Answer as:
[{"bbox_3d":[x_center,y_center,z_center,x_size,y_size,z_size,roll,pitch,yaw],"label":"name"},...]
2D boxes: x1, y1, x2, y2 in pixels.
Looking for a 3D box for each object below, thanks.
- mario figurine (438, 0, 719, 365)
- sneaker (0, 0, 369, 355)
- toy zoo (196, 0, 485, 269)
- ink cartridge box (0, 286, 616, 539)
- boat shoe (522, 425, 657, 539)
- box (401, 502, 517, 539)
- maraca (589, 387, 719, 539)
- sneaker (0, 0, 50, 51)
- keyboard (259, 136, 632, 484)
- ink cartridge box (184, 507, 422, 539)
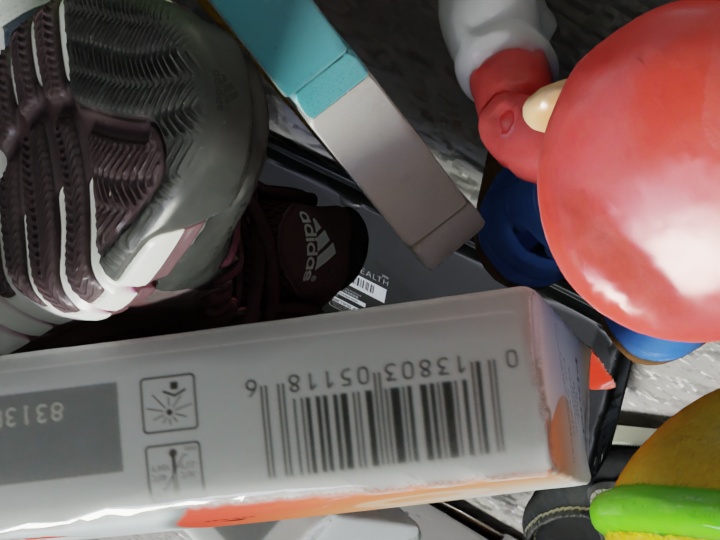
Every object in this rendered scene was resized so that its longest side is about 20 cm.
[{"bbox_3d":[0.086,-0.033,0.640,0.123,0.106,0.200,-4,174,-6],"label":"mario figurine"},{"bbox_3d":[-0.038,-0.017,0.684,0.115,0.076,0.200,1,167,-27],"label":"sneaker"},{"bbox_3d":[-0.036,-0.078,0.674,0.200,0.020,0.131,50,180,-43],"label":"toy zoo"},{"bbox_3d":[-0.019,0.048,0.720,0.162,0.050,0.200,-7,168,10],"label":"ink cartridge box"},{"bbox_3d":[0.102,0.093,0.909,0.072,0.068,0.200,36,163,-17],"label":"boat shoe"},{"bbox_3d":[0.045,0.177,1.166,0.200,0.097,0.176,31,164,5],"label":"box"},{"bbox_3d":[0.158,0.083,0.745,0.200,0.107,0.137,14,174,-20],"label":"maraca"},{"bbox_3d":[-0.075,-0.043,0.777,0.200,0.073,0.071,54,-164,-65],"label":"sneaker"},{"bbox_3d":[0.000,0.000,0.905,0.200,0.040,0.104,28,138,16],"label":"keyboard"},{"bbox_3d":[-0.036,0.053,0.986,0.163,0.057,0.200,44,-166,22],"label":"ink cartridge box"}]
